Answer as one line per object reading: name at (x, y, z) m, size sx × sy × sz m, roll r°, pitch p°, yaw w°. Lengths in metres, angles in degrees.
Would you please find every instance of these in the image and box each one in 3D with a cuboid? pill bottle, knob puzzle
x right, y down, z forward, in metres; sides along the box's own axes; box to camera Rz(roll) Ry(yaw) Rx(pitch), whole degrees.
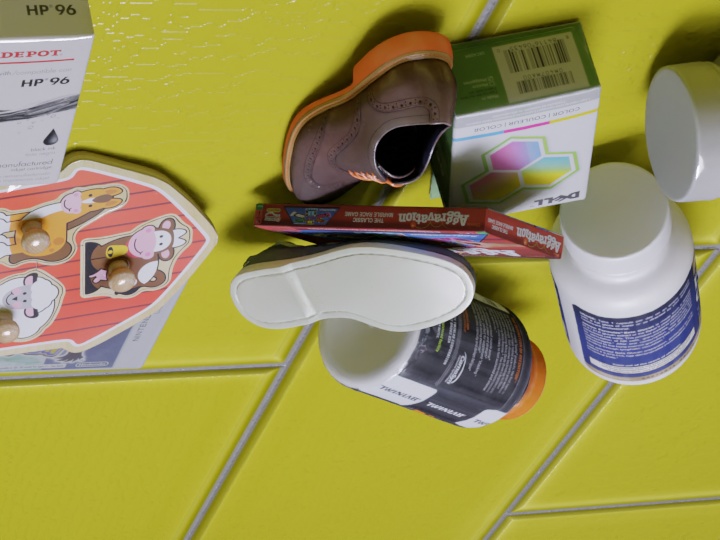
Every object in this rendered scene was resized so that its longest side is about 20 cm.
pill bottle at (0.310, -0.106, 1.661) m, size 0.199 × 0.115 × 0.114 m, roll -7°, pitch 151°, yaw -14°
knob puzzle at (-0.195, -0.004, 1.656) m, size 0.218 × 0.031 × 0.220 m, roll -13°, pitch 139°, yaw -11°
pill bottle at (0.066, 0.064, 1.862) m, size 0.106 × 0.107 × 0.200 m, roll -31°, pitch 147°, yaw 28°
pill bottle at (0.203, 0.000, 1.806) m, size 0.110 × 0.112 × 0.200 m, roll -16°, pitch 152°, yaw 3°

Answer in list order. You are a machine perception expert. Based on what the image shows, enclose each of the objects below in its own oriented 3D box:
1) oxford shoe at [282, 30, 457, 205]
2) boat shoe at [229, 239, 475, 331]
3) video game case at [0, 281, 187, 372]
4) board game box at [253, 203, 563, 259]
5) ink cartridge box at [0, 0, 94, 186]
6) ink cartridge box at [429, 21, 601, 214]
oxford shoe at (0.003, -0.084, 1.594) m, size 0.071 × 0.073 × 0.200 m, roll 0°, pitch 155°, yaw -26°
boat shoe at (0.000, 0.000, 1.687) m, size 0.199 × 0.062 × 0.073 m, roll -5°, pitch 121°, yaw 33°
video game case at (-0.233, 0.024, 1.740) m, size 0.199 × 0.023 × 0.182 m, roll -1°, pitch 149°, yaw -24°
board game box at (0.033, -0.028, 1.664) m, size 0.199 × 0.020 × 0.103 m, roll 2°, pitch 173°, yaw 37°
ink cartridge box at (-0.228, -0.131, 1.415) m, size 0.115 × 0.068 × 0.200 m, roll -4°, pitch 150°, yaw -19°
ink cartridge box at (0.106, -0.087, 1.657) m, size 0.103 × 0.060 × 0.200 m, roll -11°, pitch 151°, yaw -6°
